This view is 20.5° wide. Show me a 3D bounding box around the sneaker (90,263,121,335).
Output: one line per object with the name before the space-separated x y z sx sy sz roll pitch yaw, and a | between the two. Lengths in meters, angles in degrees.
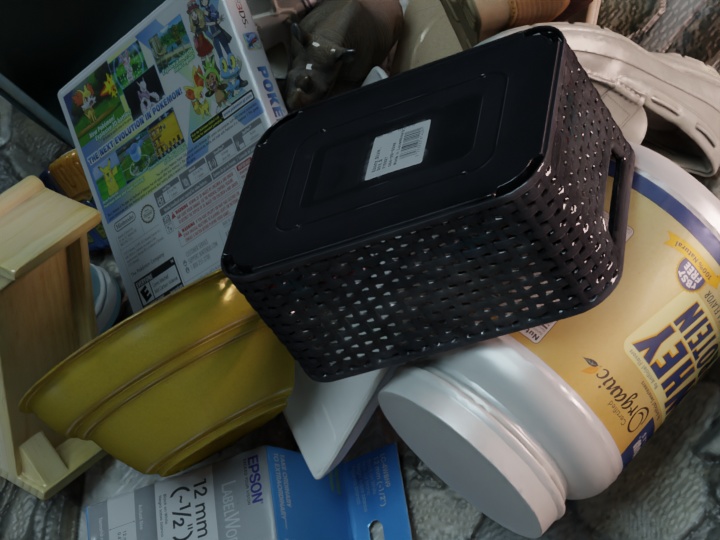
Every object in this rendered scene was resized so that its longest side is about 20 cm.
sneaker | -0.274 0.049 1.374 0.200 0.131 0.080 -48 46 -1

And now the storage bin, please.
storage bin | 0.038 -0.035 1.087 0.200 0.094 0.135 -17 38 28

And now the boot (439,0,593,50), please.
boot | 0.133 -0.185 1.205 0.166 0.200 0.073 -25 92 -1

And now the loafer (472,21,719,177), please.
loafer | 0.147 -0.099 1.186 0.070 0.200 0.070 -26 63 49

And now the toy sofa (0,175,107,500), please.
toy sofa | -0.223 0.042 1.306 0.097 0.200 0.083 23 42 30

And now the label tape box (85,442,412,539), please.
label tape box | -0.068 0.189 1.232 0.200 0.066 0.144 -22 57 20

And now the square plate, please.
square plate | 0.000 0.000 1.254 0.198 0.028 0.200 -58 33 21

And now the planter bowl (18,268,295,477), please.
planter bowl | -0.103 0.071 1.230 0.200 0.200 0.084 -32 83 11

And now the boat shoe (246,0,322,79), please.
boat shoe | -0.071 -0.176 1.347 0.071 0.200 0.070 25 85 11

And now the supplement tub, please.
supplement tub | 0.119 0.039 1.137 0.144 0.145 0.200 32 72 37

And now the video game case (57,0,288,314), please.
video game case | -0.114 -0.075 1.300 0.200 0.022 0.183 -30 77 47

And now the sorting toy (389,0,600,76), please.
sorting toy | 0.082 -0.116 1.302 0.185 0.036 0.200 -10 55 47

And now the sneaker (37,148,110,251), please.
sneaker | -0.151 -0.082 1.425 0.200 0.075 0.088 -31 9 30

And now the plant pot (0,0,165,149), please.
plant pot | -0.251 -0.230 1.482 0.200 0.196 0.197 26 79 46

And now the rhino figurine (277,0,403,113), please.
rhino figurine | -0.019 -0.142 1.311 0.060 0.200 0.088 30 113 3
